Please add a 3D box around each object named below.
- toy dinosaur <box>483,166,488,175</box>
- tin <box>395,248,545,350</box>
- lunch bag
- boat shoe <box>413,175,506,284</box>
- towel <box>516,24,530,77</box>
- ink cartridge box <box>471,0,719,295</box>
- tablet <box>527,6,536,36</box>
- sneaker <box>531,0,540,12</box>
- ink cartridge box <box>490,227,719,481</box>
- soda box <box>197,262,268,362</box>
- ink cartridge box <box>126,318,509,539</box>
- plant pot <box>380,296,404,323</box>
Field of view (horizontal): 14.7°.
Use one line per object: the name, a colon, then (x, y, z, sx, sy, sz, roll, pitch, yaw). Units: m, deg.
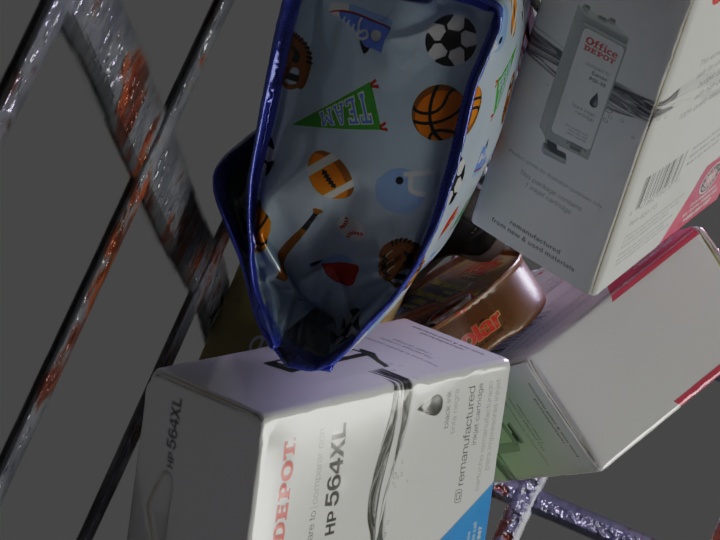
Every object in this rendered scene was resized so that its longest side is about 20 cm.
toy dinosaur: (0.061, -0.114, 1.692, 0.200, 0.102, 0.077, 113, 2, -76)
tin: (0.050, 0.031, 1.681, 0.112, 0.042, 0.200, -39, -173, -5)
lunch bag: (0.004, -0.063, 1.372, 0.170, 0.123, 0.201, -52, 156, -70)
boat shoe: (0.038, -0.034, 1.727, 0.067, 0.057, 0.200, -65, -164, -14)
towel: (0.087, -0.176, 1.669, 0.200, 0.030, 0.147, -59, 129, -71)
ink cartridge box: (0.149, -0.109, 1.423, 0.146, 0.083, 0.201, -33, 148, -48)
tablet: (0.114, -0.166, 1.672, 0.130, 0.014, 0.201, 49, 26, -55)
sneaker: (0.151, -0.203, 1.606, 0.114, 0.077, 0.199, -28, -179, 16)
ink cartridge box: (0.130, 0.055, 1.711, 0.146, 0.083, 0.200, -37, -172, -22)
soda box: (-0.042, 0.028, 1.539, 0.068, 0.064, 0.201, 54, 59, -82)
ink cartridge box: (-0.022, 0.117, 1.465, 0.199, 0.084, 0.147, -11, 115, -48)
plant pot: (0.000, 0.000, 1.665, 0.200, 0.027, 0.201, -158, -90, -78)
